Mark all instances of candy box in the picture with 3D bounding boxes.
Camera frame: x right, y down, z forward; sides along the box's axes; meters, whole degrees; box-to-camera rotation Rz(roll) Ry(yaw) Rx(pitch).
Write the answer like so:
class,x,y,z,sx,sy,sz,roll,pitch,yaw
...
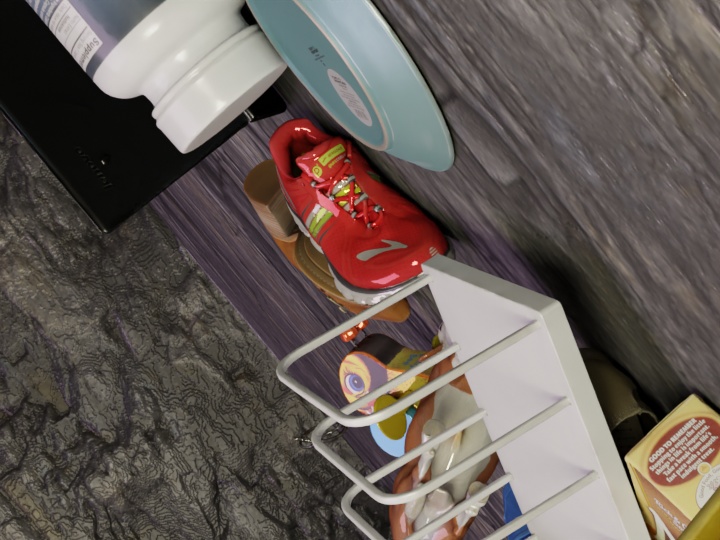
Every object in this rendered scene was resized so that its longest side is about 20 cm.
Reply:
class,x,y,z,sx,sy,sz,roll,pitch,yaw
candy box,0.225,0.164,0.788,0.200,0.055,0.116,45,170,34

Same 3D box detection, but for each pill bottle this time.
class,x,y,z,sx,sy,sz,roll,pitch,yaw
pill bottle,-0.141,-0.180,0.991,0.200,0.119,0.120,50,172,-2

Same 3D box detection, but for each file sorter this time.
class,x,y,z,sx,sy,sz,roll,pitch,yaw
file sorter,0.059,0.118,0.863,0.139,0.124,0.201,25,142,64

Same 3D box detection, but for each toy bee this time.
class,x,y,z,sx,sy,sz,roll,pitch,yaw
toy bee,0.025,0.090,1.231,0.131,0.199,0.109,-72,-32,-66

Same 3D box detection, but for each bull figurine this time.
class,x,y,z,sx,sy,sz,roll,pitch,yaw
bull figurine,0.067,0.093,1.040,0.065,0.201,0.122,14,154,-1

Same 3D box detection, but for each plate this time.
class,x,y,z,sx,sy,sz,roll,pitch,yaw
plate,-0.020,-0.129,0.901,0.200,0.026,0.200,49,171,11

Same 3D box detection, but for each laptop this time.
class,x,y,z,sx,sy,sz,roll,pitch,yaw
laptop,-0.168,-0.145,1.096,0.188,0.116,0.200,51,-168,-2

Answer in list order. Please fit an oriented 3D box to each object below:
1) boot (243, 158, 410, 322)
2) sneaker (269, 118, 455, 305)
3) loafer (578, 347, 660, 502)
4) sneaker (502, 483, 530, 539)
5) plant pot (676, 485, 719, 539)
class,x,y,z,sx,sy,sz,roll,pitch,yaw
boot,0.000,0.000,1.239,0.200,0.074,0.155,46,176,48
sneaker,-0.011,-0.045,1.060,0.200,0.077,0.085,39,161,51
loafer,0.163,0.136,0.921,0.200,0.076,0.067,55,177,-29
sneaker,0.147,0.248,1.251,0.111,0.077,0.201,3,-125,-46
plant pot,0.184,0.101,0.319,0.200,0.196,0.194,41,171,1
